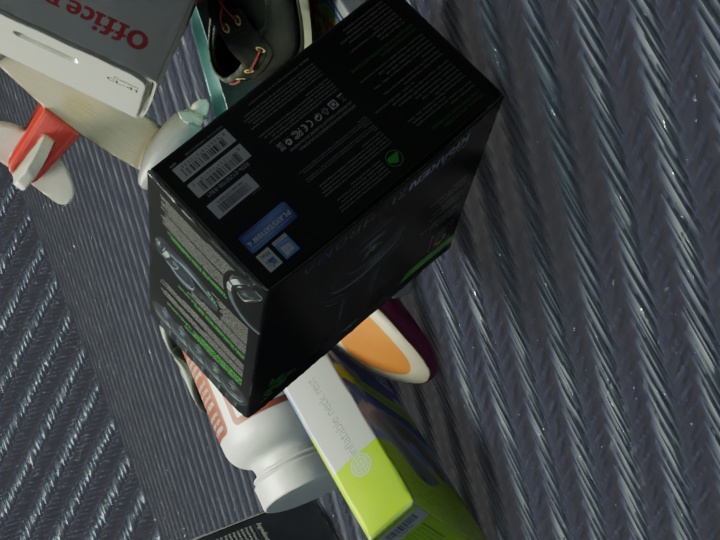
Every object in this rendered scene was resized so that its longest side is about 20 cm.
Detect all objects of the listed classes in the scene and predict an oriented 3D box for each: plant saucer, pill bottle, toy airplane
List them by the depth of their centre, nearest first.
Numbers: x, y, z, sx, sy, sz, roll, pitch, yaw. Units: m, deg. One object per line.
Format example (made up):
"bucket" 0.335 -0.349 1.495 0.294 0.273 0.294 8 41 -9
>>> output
"plant saucer" -0.091 -0.126 1.332 0.200 0.036 0.202 164 90 -84
"toy airplane" -0.220 -0.148 1.401 0.141 0.198 0.201 4 103 64
"pill bottle" -0.080 0.094 1.464 0.112 0.111 0.201 112 136 -68

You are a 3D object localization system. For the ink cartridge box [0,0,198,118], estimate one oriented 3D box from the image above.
"ink cartridge box" -0.161 -0.223 1.116 0.086 0.147 0.202 136 158 -74

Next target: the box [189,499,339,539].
"box" -0.103 0.357 1.713 0.124 0.195 0.201 50 155 49

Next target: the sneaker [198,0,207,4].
"sneaker" -0.156 -0.225 1.200 0.067 0.201 0.109 14 123 36

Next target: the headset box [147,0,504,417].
"headset box" -0.026 -0.030 0.968 0.093 0.174 0.200 45 158 13

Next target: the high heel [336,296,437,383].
"high heel" 0.000 0.000 1.227 0.199 0.096 0.068 35 137 29

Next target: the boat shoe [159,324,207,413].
"boat shoe" -0.177 0.064 1.854 0.065 0.074 0.203 48 161 44

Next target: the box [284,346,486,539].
"box" 0.008 0.121 1.217 0.122 0.048 0.201 39 -166 -49

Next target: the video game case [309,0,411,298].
"video game case" -0.001 -0.096 1.129 0.201 0.018 0.144 89 157 -51

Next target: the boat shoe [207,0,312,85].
"boat shoe" -0.067 -0.167 1.130 0.201 0.062 0.074 132 130 -78
